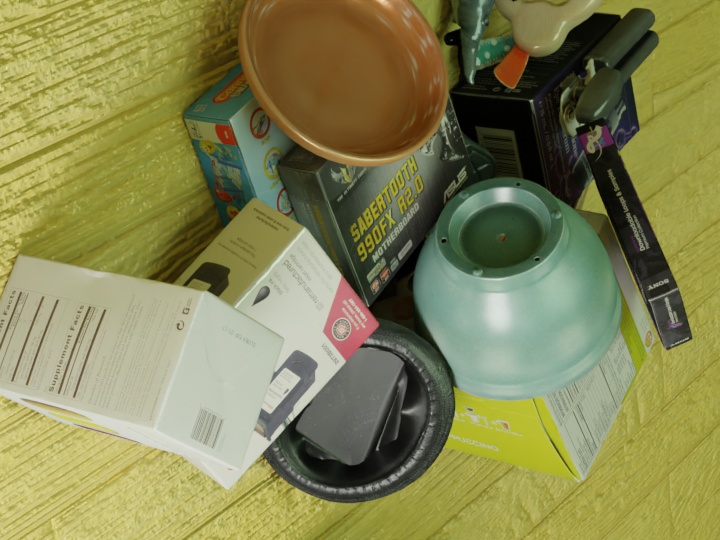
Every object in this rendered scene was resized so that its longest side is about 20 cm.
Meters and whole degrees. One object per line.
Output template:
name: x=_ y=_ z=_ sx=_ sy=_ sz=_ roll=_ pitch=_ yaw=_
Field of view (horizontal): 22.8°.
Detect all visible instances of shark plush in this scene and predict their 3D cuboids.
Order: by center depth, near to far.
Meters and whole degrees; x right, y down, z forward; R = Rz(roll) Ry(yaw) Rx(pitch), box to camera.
shark plush: x=0.126 y=-0.290 z=1.791 sx=0.091 sy=0.083 sz=0.201 roll=43 pitch=65 yaw=-50

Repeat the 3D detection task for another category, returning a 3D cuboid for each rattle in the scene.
rattle: x=0.191 y=-0.260 z=1.882 sx=0.143 sy=0.130 sz=0.201 roll=81 pitch=27 yaw=-77

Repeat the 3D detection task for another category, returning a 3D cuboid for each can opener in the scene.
can opener: x=0.267 y=-0.204 z=1.844 sx=0.200 sy=0.067 sz=0.054 roll=-46 pitch=132 yaw=-37

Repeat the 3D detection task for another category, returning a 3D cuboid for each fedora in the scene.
fedora: x=-0.004 y=0.118 z=1.685 sx=0.092 sy=0.199 sz=0.201 roll=-82 pitch=165 yaw=-64

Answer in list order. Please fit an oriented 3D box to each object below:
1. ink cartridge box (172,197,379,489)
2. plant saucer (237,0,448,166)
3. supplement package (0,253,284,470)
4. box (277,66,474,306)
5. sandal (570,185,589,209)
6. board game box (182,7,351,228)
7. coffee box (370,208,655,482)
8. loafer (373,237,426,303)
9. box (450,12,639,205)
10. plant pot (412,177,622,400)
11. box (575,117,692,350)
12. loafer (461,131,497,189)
ink cartridge box: x=-0.102 y=0.064 z=1.521 sx=0.200 sy=0.084 sz=0.145 roll=-48 pitch=133 yaw=-11
plant saucer: x=-0.018 y=-0.177 z=1.544 sx=0.199 sy=0.037 sz=0.201 roll=12 pitch=63 yaw=-24
supplement package: x=-0.179 y=0.069 z=1.367 sx=0.114 sy=0.199 sz=0.110 roll=35 pitch=70 yaw=-51
box: x=0.019 y=-0.092 z=1.631 sx=0.200 sy=0.048 sz=0.159 roll=-51 pitch=136 yaw=-34
sandal: x=0.204 y=-0.073 z=1.966 sx=0.069 sy=0.078 sz=0.213 roll=18 pitch=60 yaw=-19
board game box: x=-0.054 y=-0.110 z=1.617 sx=0.200 sy=0.056 sz=0.196 roll=-47 pitch=133 yaw=-37
coffee box: x=0.154 y=0.065 z=1.822 sx=0.198 sy=0.199 sz=0.200 roll=-59 pitch=141 yaw=-28
loafer: x=0.000 y=0.000 z=1.705 sx=0.200 sy=0.071 sz=0.073 roll=-39 pitch=128 yaw=-42
box: x=0.201 y=-0.171 z=1.909 sx=0.200 sy=0.104 sz=0.149 roll=-45 pitch=131 yaw=-38
plant pot: x=0.137 y=0.000 z=1.644 sx=0.201 sy=0.200 sz=0.134 roll=-57 pitch=151 yaw=-28
box: x=0.272 y=-0.035 z=1.762 sx=0.143 sy=0.036 sz=0.201 roll=54 pitch=17 yaw=-64
loafer: x=0.059 y=-0.138 z=1.774 sx=0.072 sy=0.063 sz=0.200 roll=-47 pitch=136 yaw=7
